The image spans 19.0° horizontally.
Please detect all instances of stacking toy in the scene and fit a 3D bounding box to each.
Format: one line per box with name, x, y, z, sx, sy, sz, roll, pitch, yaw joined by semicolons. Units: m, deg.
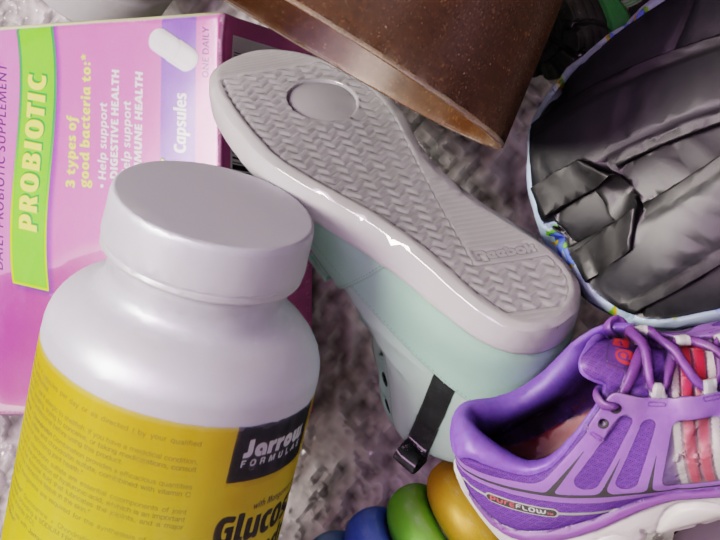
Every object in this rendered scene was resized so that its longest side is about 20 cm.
stacking toy;0.038;0.117;0.927;0.200;0.085;0.086;-39;72;14

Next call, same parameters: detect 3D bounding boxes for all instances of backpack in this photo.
backpack;0.165;-0.049;0.853;0.199;0.154;0.164;-27;79;0

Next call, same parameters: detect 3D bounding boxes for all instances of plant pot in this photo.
plant pot;0.022;-0.179;0.805;0.186;0.187;0.201;30;91;23

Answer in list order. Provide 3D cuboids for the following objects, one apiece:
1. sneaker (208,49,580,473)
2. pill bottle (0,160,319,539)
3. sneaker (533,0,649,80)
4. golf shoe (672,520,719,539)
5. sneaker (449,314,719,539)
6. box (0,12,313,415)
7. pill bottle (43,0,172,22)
sneaker;0.000;0.000;0.897;0.200;0.074;0.119;44;142;27
pill bottle;-0.079;0.064;0.858;0.112;0.112;0.201;25;115;24
sneaker;0.066;-0.163;0.940;0.200;0.085;0.078;54;149;29
golf shoe;0.178;0.085;0.856;0.073;0.092;0.200;40;105;18
sneaker;0.124;0.048;0.795;0.199;0.084;0.081;-25;37;18
box;-0.129;-0.021;0.999;0.199;0.097;0.177;0;87;25
pill bottle;-0.079;-0.199;0.953;0.111;0.111;0.200;57;133;17
